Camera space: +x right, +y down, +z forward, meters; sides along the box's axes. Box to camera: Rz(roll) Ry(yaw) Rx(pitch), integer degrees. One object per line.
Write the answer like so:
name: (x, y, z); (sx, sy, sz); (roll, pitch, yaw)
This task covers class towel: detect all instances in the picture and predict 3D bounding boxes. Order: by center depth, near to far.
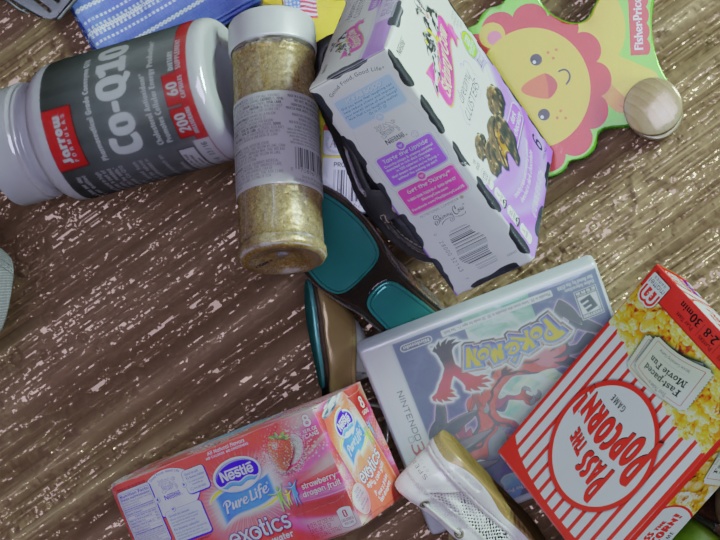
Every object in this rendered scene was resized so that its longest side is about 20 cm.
towel: (-0.189, -0.268, 1.637); (0.145, 0.024, 0.200); (-31, 90, 1)

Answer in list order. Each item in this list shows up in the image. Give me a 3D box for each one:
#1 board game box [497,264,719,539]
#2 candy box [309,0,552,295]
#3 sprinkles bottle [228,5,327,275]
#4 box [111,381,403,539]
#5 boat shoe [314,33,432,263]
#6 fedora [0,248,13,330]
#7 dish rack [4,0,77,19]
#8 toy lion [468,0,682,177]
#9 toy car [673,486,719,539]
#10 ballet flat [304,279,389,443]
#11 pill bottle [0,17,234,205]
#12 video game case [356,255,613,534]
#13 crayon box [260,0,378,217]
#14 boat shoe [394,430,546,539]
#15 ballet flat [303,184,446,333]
board game box: (0.215, 0.119, 1.525); (0.200, 0.046, 0.152); (-52, 45, 14)
candy box: (0.058, -0.111, 1.500); (0.072, 0.168, 0.200); (-26, 114, 25)
sprinkles bottle: (-0.063, -0.099, 1.510); (0.068, 0.068, 0.200); (-4, 68, 2)
box: (-0.080, 0.172, 1.572); (0.200, 0.095, 0.103); (-24, 90, 25)
boat shoe: (0.016, -0.094, 1.566); (0.067, 0.057, 0.200); (-29, 91, 0)
fedora: (-0.346, 0.035, 1.599); (0.090, 0.177, 0.200); (31, 115, -32)
dish rack: (-0.243, -0.310, 1.604); (0.153, 0.055, 0.200); (39, 89, 3)
toy lion: (0.162, -0.175, 1.615); (0.192, 0.069, 0.200); (-1, 91, 9)
toy car: (0.298, 0.158, 1.532); (0.158, 0.200, 0.164); (37, 91, -17)
ballet flat: (-0.009, 0.098, 1.623); (0.063, 0.069, 0.200); (-5, 100, -8)
pill bottle: (-0.192, -0.120, 1.577); (0.200, 0.114, 0.114); (-14, 91, 17)
video game case: (0.120, 0.102, 1.602); (0.200, 0.023, 0.182); (-21, 113, 1)
crayon box: (-0.020, -0.144, 1.620); (0.127, 0.051, 0.200); (3, 92, 1)
boat shoe: (0.098, 0.211, 1.592); (0.069, 0.071, 0.200); (-38, 116, 6)
ballet flat: (0.000, 0.000, 1.594); (0.068, 0.067, 0.200); (-39, 112, 4)
